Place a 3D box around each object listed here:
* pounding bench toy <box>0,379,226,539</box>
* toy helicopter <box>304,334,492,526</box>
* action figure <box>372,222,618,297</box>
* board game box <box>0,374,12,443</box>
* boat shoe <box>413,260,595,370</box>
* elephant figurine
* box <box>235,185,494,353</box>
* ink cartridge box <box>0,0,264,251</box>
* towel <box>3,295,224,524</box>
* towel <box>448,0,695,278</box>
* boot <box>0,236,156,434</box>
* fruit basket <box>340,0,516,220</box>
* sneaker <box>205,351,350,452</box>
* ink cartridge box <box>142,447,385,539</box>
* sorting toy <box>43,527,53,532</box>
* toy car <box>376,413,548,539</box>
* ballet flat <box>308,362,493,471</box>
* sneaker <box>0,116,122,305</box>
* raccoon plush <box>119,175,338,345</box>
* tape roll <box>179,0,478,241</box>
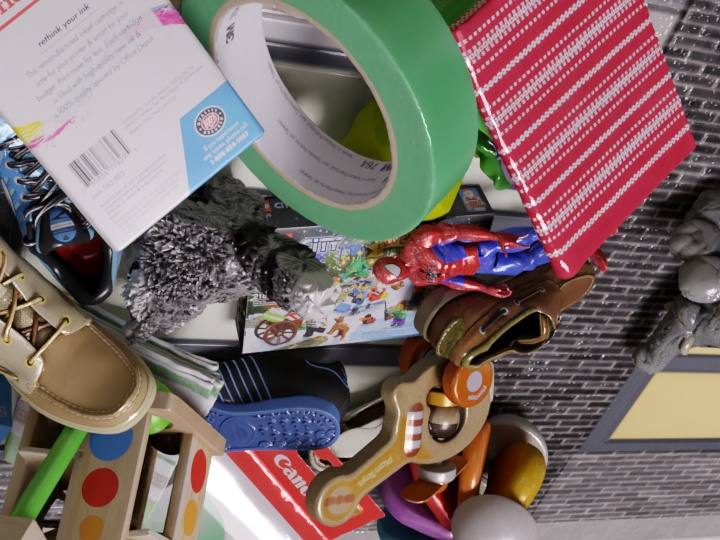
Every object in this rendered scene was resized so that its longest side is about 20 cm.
[{"bbox_3d":[-0.192,0.148,0.763,0.122,0.158,0.200,3,156,13],"label":"pounding bench toy"},{"bbox_3d":[0.036,0.155,0.920,0.199,0.079,0.134,-35,123,-25],"label":"toy helicopter"},{"bbox_3d":[0.105,-0.013,0.846,0.197,0.052,0.066,-7,139,-11],"label":"action figure"},{"bbox_3d":[-0.412,0.140,0.852,0.194,0.056,0.200,22,123,-35],"label":"board game box"},{"bbox_3d":[0.137,0.039,0.910,0.198,0.068,0.073,-18,140,-34],"label":"boat shoe"},{"bbox_3d":[0.343,0.021,0.985,0.142,0.154,0.201,-59,154,-20],"label":"elephant figurine"},{"bbox_3d":[0.000,0.000,0.879,0.197,0.038,0.138,-5,135,-16],"label":"box"},{"bbox_3d":[-0.163,-0.127,0.619,0.115,0.068,0.201,-39,111,-6],"label":"ink cartridge box"},{"bbox_3d":[-0.212,0.120,0.898,0.148,0.031,0.201,28,126,-5],"label":"towel"},{"bbox_3d":[0.139,-0.109,0.680,0.144,0.022,0.201,-43,124,-17],"label":"towel"},{"bbox_3d":[-0.229,0.020,0.692,0.073,0.199,0.156,-49,158,-19],"label":"boot"},{"bbox_3d":[0.063,-0.095,0.742,0.213,0.156,0.218,-15,125,-23],"label":"fruit basket"},{"bbox_3d":[-0.106,0.110,0.931,0.197,0.078,0.071,3,125,8],"label":"sneaker"},{"bbox_3d":[-0.101,0.230,1.006,0.199,0.050,0.161,-28,113,24],"label":"ink cartridge box"},{"bbox_3d":[-0.279,0.332,1.085,0.198,0.108,0.180,10,148,-28],"label":"sorting toy"},{"bbox_3d":[0.090,0.228,1.070,0.149,0.176,0.201,31,123,-5],"label":"toy car"},{"bbox_3d":[0.040,0.142,1.007,0.198,0.068,0.062,-28,177,9],"label":"ballet flat"},{"bbox_3d":[-0.199,-0.058,0.708,0.077,0.090,0.201,-19,135,-1],"label":"sneaker"},{"bbox_3d":[-0.109,0.022,0.759,0.096,0.200,0.135,-5,124,-34],"label":"raccoon plush"},{"bbox_3d":[-0.023,-0.111,0.650,0.048,0.199,0.202,-45,146,-28],"label":"tape roll"}]
